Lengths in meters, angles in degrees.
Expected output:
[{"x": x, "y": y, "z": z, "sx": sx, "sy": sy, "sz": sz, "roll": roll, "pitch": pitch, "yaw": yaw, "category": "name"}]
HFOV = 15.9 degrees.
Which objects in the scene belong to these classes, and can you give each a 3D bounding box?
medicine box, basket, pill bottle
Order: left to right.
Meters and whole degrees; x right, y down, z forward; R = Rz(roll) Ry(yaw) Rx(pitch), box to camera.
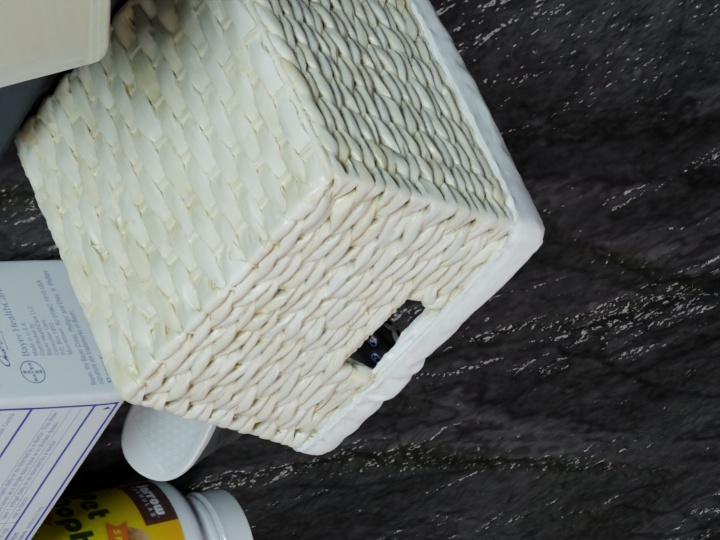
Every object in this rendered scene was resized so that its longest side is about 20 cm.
[{"x": -0.263, "y": 0.089, "z": 1.455, "sx": 0.199, "sy": 0.103, "sz": 0.182, "roll": 0, "pitch": 140, "yaw": -39, "category": "medicine box"}, {"x": -0.173, "y": 0.200, "z": 1.691, "sx": 0.199, "sy": 0.110, "sz": 0.109, "roll": -10, "pitch": 146, "yaw": -28, "category": "pill bottle"}, {"x": -0.047, "y": -0.041, "z": 1.339, "sx": 0.160, "sy": 0.201, "sz": 0.198, "roll": 12, "pitch": 133, "yaw": -45, "category": "basket"}]

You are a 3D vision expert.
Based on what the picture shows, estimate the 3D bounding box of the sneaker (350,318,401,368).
[{"x": 0.000, "y": 0.000, "z": 1.487, "sx": 0.200, "sy": 0.112, "sz": 0.073, "roll": -55, "pitch": -174, "yaw": 12, "category": "sneaker"}]

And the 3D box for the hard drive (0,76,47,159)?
[{"x": -0.247, "y": -0.062, "z": 1.308, "sx": 0.139, "sy": 0.033, "sz": 0.200, "roll": -1, "pitch": 140, "yaw": -38, "category": "hard drive"}]

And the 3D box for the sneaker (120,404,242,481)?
[{"x": -0.072, "y": 0.034, "z": 1.575, "sx": 0.200, "sy": 0.071, "sz": 0.099, "roll": -57, "pitch": 174, "yaw": 10, "category": "sneaker"}]

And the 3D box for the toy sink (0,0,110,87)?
[{"x": -0.176, "y": -0.185, "z": 1.082, "sx": 0.112, "sy": 0.131, "sz": 0.200, "roll": -16, "pitch": 149, "yaw": -18, "category": "toy sink"}]
